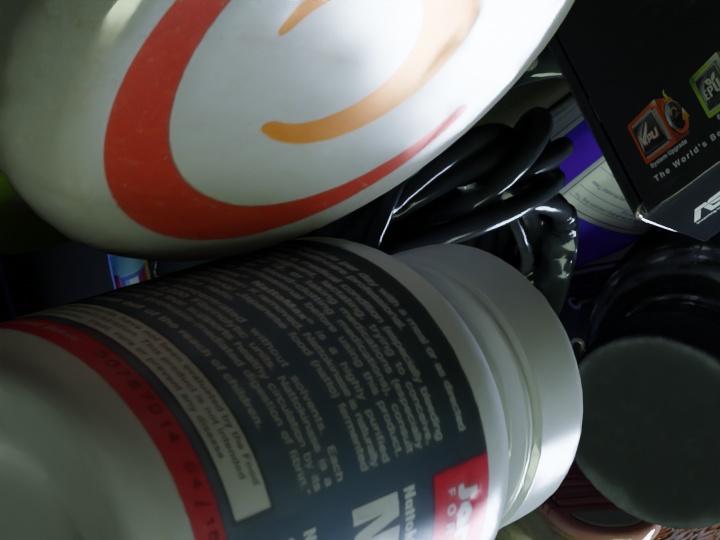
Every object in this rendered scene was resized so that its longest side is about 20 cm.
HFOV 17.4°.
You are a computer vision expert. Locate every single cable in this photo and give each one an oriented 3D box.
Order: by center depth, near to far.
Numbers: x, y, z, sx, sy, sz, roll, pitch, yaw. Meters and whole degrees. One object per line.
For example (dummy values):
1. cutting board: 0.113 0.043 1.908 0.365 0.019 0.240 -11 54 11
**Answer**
1. cable: 0.000 0.000 0.828 0.163 0.051 0.200 -17 164 -4

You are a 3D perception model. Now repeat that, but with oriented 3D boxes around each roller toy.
1. roller toy: -0.037 -0.108 0.623 0.200 0.140 0.183 -22 151 -27

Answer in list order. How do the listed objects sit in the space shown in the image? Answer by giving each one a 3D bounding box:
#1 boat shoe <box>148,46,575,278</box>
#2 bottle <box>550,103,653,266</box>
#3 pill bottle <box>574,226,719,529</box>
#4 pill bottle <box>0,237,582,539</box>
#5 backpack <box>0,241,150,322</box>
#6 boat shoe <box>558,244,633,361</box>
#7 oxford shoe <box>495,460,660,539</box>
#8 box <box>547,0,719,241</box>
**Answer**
1. boat shoe: -0.007 -0.042 0.861 0.200 0.060 0.076 -35 154 23
2. bottle: 0.091 -0.044 0.935 0.200 0.065 0.083 -39 148 29
3. pill bottle: 0.159 0.020 0.970 0.112 0.112 0.200 -47 177 39
4. pill bottle: -0.029 0.055 0.661 0.200 0.120 0.120 -18 158 -48
5. backpack: -0.176 0.034 0.750 0.200 0.135 0.183 -3 119 16
6. boat shoe: 0.100 0.035 1.049 0.200 0.066 0.070 -12 131 -42
7. oxford shoe: 0.089 0.105 1.036 0.071 0.074 0.200 2 -169 -7
8. box: 0.136 -0.130 0.702 0.200 0.161 0.049 -36 151 26
